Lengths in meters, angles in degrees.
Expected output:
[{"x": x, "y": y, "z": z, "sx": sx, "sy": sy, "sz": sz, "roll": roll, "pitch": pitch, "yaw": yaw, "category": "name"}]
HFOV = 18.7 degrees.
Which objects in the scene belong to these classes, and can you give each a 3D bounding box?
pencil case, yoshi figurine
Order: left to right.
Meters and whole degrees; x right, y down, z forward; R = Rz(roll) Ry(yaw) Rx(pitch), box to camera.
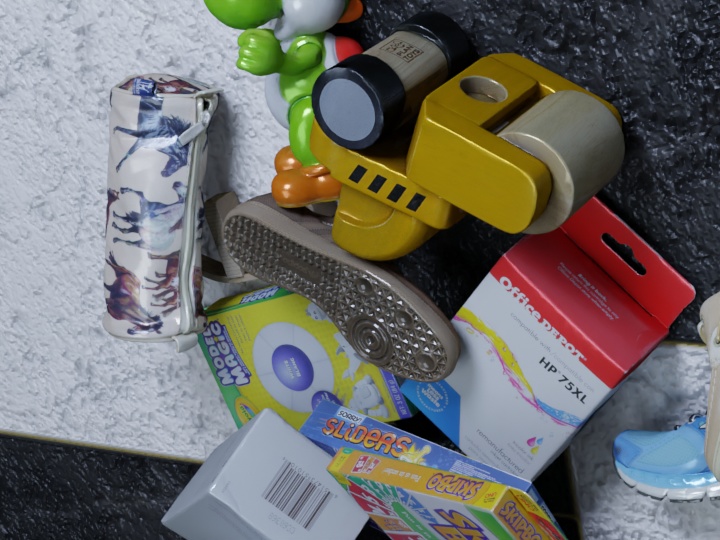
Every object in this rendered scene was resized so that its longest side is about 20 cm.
[{"x": -0.147, "y": -0.044, "z": 1.608, "sx": 0.089, "sy": 0.078, "sz": 0.200, "roll": 14, "pitch": 104, "yaw": 52, "category": "pencil case"}, {"x": -0.059, "y": -0.149, "z": 1.505, "sx": 0.112, "sy": 0.112, "sz": 0.200, "roll": 13, "pitch": 118, "yaw": 40, "category": "yoshi figurine"}]

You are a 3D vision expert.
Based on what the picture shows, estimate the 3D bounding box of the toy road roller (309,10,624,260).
[{"x": 0.061, "y": -0.067, "z": 1.438, "sx": 0.200, "sy": 0.123, "sz": 0.146, "roll": 27, "pitch": 127, "yaw": 20, "category": "toy road roller"}]

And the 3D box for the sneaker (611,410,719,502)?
[{"x": 0.255, "y": 0.099, "z": 1.432, "sx": 0.200, "sy": 0.078, "sz": 0.090, "roll": -12, "pitch": 91, "yaw": 34, "category": "sneaker"}]

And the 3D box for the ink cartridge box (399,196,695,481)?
[{"x": 0.126, "y": 0.049, "z": 1.491, "sx": 0.116, "sy": 0.067, "sz": 0.200, "roll": 43, "pitch": 133, "yaw": 9, "category": "ink cartridge box"}]

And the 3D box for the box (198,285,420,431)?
[{"x": -0.046, "y": 0.066, "z": 1.648, "sx": 0.200, "sy": 0.048, "sz": 0.117, "roll": -15, "pitch": 104, "yaw": 43, "category": "box"}]

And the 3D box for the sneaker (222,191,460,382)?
[{"x": 0.000, "y": 0.000, "z": 1.518, "sx": 0.200, "sy": 0.076, "sz": 0.071, "roll": 34, "pitch": 130, "yaw": 20, "category": "sneaker"}]

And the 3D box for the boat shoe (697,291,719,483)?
[{"x": 0.248, "y": 0.035, "z": 1.360, "sx": 0.065, "sy": 0.072, "sz": 0.200, "roll": 19, "pitch": 97, "yaw": 47, "category": "boat shoe"}]

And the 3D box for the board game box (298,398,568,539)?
[{"x": 0.061, "y": 0.170, "z": 1.566, "sx": 0.200, "sy": 0.034, "sz": 0.135, "roll": 19, "pitch": 154, "yaw": 40, "category": "board game box"}]

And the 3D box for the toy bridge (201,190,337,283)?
[{"x": -0.098, "y": -0.025, "z": 1.651, "sx": 0.200, "sy": 0.027, "sz": 0.067, "roll": -9, "pitch": 108, "yaw": 39, "category": "toy bridge"}]

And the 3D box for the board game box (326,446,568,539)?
[{"x": 0.067, "y": 0.169, "z": 1.469, "sx": 0.200, "sy": 0.030, "sz": 0.096, "roll": 4, "pitch": 142, "yaw": 52, "category": "board game box"}]

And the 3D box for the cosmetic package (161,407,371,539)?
[{"x": -0.069, "y": 0.179, "z": 1.634, "sx": 0.113, "sy": 0.081, "sz": 0.200, "roll": 37, "pitch": 162, "yaw": -6, "category": "cosmetic package"}]
